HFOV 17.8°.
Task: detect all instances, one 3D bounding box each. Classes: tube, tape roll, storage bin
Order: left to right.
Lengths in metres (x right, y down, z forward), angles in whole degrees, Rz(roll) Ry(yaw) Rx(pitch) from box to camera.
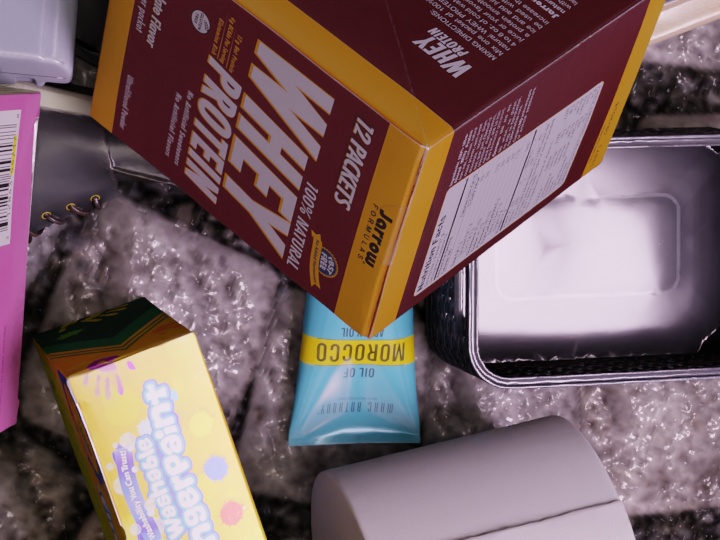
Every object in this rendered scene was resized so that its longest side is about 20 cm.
[{"bbox_3d":[0.000,0.000,1.293,0.077,0.050,0.202,1,101,-7],"label":"tube"},{"bbox_3d":[0.066,0.191,1.245,0.138,0.203,0.204,-12,98,-13],"label":"tape roll"},{"bbox_3d":[0.143,-0.010,1.300,0.198,0.094,0.136,-2,96,-13],"label":"storage bin"}]

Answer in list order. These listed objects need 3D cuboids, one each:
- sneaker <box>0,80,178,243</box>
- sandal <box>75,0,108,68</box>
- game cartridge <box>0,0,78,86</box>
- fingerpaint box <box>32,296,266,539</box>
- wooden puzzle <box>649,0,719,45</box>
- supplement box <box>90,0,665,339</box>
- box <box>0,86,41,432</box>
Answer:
[{"bbox_3d":[-0.157,-0.044,1.238,0.198,0.075,0.107,14,96,-5],"label":"sneaker"},{"bbox_3d":[-0.123,-0.134,1.246,0.199,0.043,0.077,16,91,-15],"label":"sandal"},{"bbox_3d":[-0.243,-0.167,1.186,0.198,0.041,0.134,4,62,-9],"label":"game cartridge"},{"bbox_3d":[-0.100,0.125,1.215,0.073,0.167,0.201,-20,99,-11],"label":"fingerpaint box"},{"bbox_3d":[0.210,-0.243,1.317,0.199,0.046,0.187,-22,100,-11],"label":"wooden puzzle"},{"bbox_3d":[0.008,-0.112,1.154,0.197,0.133,0.200,38,49,19],"label":"supplement box"},{"bbox_3d":[-0.274,-0.013,1.159,0.198,0.097,0.177,7,96,8],"label":"box"}]
